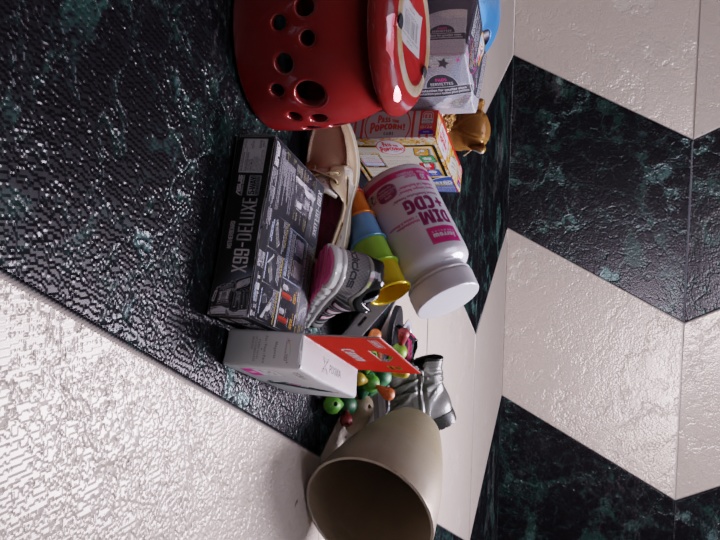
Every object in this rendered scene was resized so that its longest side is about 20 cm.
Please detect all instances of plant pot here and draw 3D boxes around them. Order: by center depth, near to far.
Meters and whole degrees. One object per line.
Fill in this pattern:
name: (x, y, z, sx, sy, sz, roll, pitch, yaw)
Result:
plant pot: (-0.023, -0.260, 0.852, 0.200, 0.181, 0.202, 5, 90, -71)
plant pot: (0.045, 0.292, 1.096, 0.200, 0.186, 0.189, -48, 137, -58)

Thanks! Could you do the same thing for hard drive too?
hard drive: (0.034, 0.041, 1.185, 0.132, 0.027, 0.200, -51, 179, 28)

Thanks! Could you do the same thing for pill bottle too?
pill bottle: (0.084, -0.041, 1.064, 0.201, 0.113, 0.113, 66, 8, 23)

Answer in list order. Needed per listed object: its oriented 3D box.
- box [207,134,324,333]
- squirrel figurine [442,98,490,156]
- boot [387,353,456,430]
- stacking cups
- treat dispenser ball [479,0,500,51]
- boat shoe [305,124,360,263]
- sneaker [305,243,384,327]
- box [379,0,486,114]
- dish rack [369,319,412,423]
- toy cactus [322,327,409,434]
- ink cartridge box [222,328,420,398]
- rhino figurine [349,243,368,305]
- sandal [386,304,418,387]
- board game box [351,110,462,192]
box: (-0.100, -0.030, 0.850, 0.158, 0.049, 0.202, 39, 55, -68)
squirrel figurine: (0.124, -0.241, 1.280, 0.200, 0.185, 0.143, 21, 73, -70)
boot: (0.059, 0.221, 1.233, 0.068, 0.199, 0.132, 25, -45, 66)
stacking cups: (0.009, -0.053, 1.029, 0.061, 0.060, 0.201, 50, 18, -63)
treat dispenser ball: (0.137, -0.435, 1.271, 0.201, 0.199, 0.203, 3, 90, -71)
boat shoe: (-0.043, -0.105, 0.975, 0.069, 0.073, 0.202, -33, 124, -75)
sneaker: (-0.023, 0.029, 0.938, 0.200, 0.087, 0.074, 125, -28, -63)
box: (0.073, -0.310, 1.098, 0.115, 0.198, 0.133, 66, 32, -50)
dish rack: (0.054, 0.195, 1.355, 0.200, 0.043, 0.173, -44, 133, -64)
toy cactus: (0.013, 0.185, 1.144, 0.200, 0.102, 0.166, -46, 154, -51)
ink cartridge box: (-0.036, 0.113, 0.866, 0.200, 0.172, 0.044, 46, 49, -65)
rhino figurine: (0.000, 0.000, 1.095, 0.200, 0.087, 0.060, -55, 143, -59)
sandal: (0.075, 0.153, 1.275, 0.075, 0.045, 0.202, -39, 129, -64)
board game box: (0.069, -0.182, 1.179, 0.200, 0.150, 0.047, 47, 49, -66)
